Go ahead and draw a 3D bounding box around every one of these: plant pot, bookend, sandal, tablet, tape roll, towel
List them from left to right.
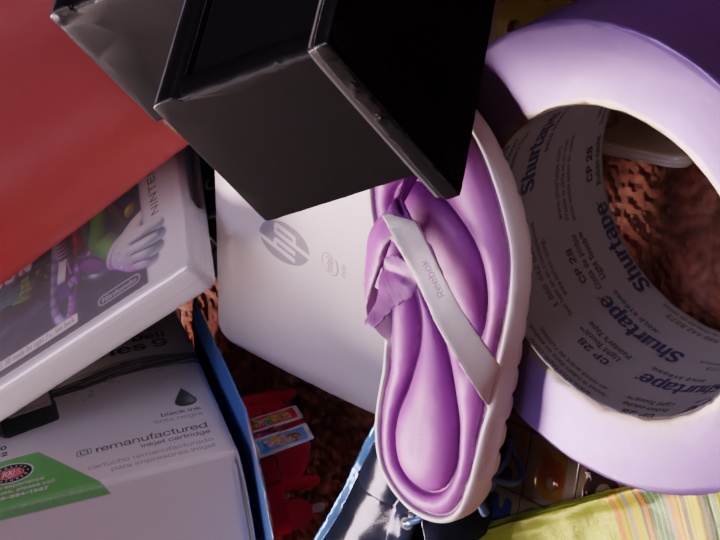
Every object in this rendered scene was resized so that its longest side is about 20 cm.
[{"bbox_3d":[-0.184,-0.090,1.008,0.177,0.200,0.201,-24,72,12],"label":"plant pot"},{"bbox_3d":[-0.049,-0.109,0.860,0.199,0.092,0.200,-15,46,33],"label":"bookend"},{"bbox_3d":[-0.015,-0.009,0.994,0.130,0.014,0.201,25,141,18],"label":"tablet"},{"bbox_3d":[0.028,0.021,0.873,0.082,0.050,0.204,16,121,38],"label":"sandal"},{"bbox_3d":[0.106,0.148,0.974,0.200,0.018,0.087,-23,75,48],"label":"towel"},{"bbox_3d":[0.126,-0.017,0.853,0.199,0.085,0.201,24,128,35],"label":"tape roll"}]

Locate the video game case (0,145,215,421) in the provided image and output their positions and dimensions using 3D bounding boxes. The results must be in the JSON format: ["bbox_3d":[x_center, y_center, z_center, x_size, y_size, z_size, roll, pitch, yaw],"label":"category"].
[{"bbox_3d":[-0.165,-0.013,1.081,0.199,0.023,0.182,-32,42,20],"label":"video game case"}]

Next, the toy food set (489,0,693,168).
[{"bbox_3d":[0.088,-0.154,0.915,0.143,0.060,0.201,15,114,39],"label":"toy food set"}]

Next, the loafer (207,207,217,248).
[{"bbox_3d":[0.000,0.000,1.050,0.200,0.070,0.069,20,109,45],"label":"loafer"}]

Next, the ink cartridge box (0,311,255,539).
[{"bbox_3d":[-0.146,0.102,1.109,0.200,0.145,0.085,-125,24,-63],"label":"ink cartridge box"}]

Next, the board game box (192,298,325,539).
[{"bbox_3d":[-0.047,0.107,1.112,0.200,0.039,0.159,-122,22,-61],"label":"board game box"}]

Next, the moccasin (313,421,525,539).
[{"bbox_3d":[0.038,0.102,0.997,0.068,0.080,0.201,40,132,18],"label":"moccasin"}]

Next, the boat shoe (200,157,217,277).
[{"bbox_3d":[-0.087,-0.078,1.153,0.069,0.056,0.201,44,124,37],"label":"boat shoe"}]

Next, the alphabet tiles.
[{"bbox_3d":[0.077,0.125,1.023,0.200,0.008,0.168,22,110,45],"label":"alphabet tiles"}]
